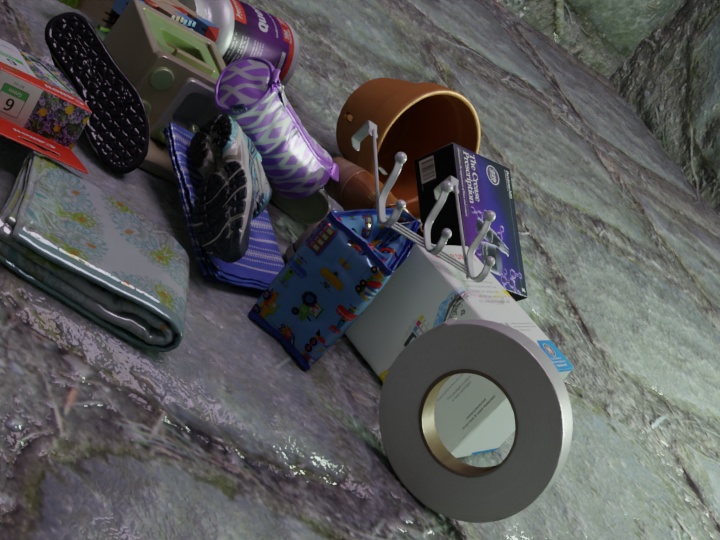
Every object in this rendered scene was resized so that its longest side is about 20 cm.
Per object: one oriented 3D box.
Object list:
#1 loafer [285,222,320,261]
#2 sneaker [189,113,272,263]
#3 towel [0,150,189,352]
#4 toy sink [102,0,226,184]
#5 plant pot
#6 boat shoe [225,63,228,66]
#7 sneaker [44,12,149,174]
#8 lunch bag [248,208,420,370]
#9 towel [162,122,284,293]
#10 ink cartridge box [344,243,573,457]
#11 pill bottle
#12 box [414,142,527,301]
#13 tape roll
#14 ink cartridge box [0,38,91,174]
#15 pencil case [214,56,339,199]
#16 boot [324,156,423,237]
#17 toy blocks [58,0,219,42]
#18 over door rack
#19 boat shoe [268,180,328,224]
[{"bbox_3d":[0.000,0.000,1.650,0.199,0.063,0.072,23,27,-39],"label":"loafer"},{"bbox_3d":[-0.127,-0.082,1.459,0.086,0.077,0.202,38,31,-37],"label":"sneaker"},{"bbox_3d":[-0.248,-0.021,1.282,0.199,0.048,0.172,34,23,-19],"label":"towel"},{"bbox_3d":[-0.224,-0.209,1.600,0.129,0.112,0.201,24,27,-36],"label":"toy sink"},{"bbox_3d":[0.057,-0.192,1.977,0.199,0.202,0.140,19,13,-44],"label":"plant pot"},{"bbox_3d":[-0.156,-0.235,1.824,0.199,0.073,0.073,26,25,-34],"label":"boat shoe"},{"bbox_3d":[-0.290,-0.195,1.513,0.202,0.071,0.083,65,-16,10],"label":"sneaker"},{"bbox_3d":[-0.015,0.003,1.496,0.094,0.151,0.200,43,21,5],"label":"lunch bag"},{"bbox_3d":[-0.144,-0.066,1.512,0.144,0.024,0.202,16,49,-51],"label":"towel"},{"bbox_3d":[0.110,0.089,1.552,0.201,0.145,0.147,50,21,22],"label":"ink cartridge box"},{"bbox_3d":[-0.184,-0.321,1.889,0.199,0.113,0.113,14,34,-51],"label":"pill bottle"},{"bbox_3d":[0.155,-0.059,1.906,0.140,0.078,0.203,19,58,-48],"label":"box"},{"bbox_3d":[0.114,0.150,1.363,0.203,0.203,0.037,46,22,14],"label":"tape roll"},{"bbox_3d":[-0.335,-0.174,1.370,0.108,0.051,0.200,25,13,-36],"label":"ink cartridge box"},{"bbox_3d":[-0.097,-0.165,1.580,0.200,0.084,0.085,56,28,-54],"label":"pencil case"},{"bbox_3d":[0.039,-0.047,1.693,0.155,0.076,0.201,40,-16,38],"label":"boot"},{"bbox_3d":[-0.271,-0.321,1.715,0.136,0.101,0.199,35,17,25],"label":"toy blocks"},{"bbox_3d":[0.075,-0.089,1.524,0.147,0.067,0.201,31,24,-28],"label":"over door rack"},{"bbox_3d":[-0.115,-0.145,1.711,0.199,0.074,0.066,38,26,-18],"label":"boat shoe"}]
